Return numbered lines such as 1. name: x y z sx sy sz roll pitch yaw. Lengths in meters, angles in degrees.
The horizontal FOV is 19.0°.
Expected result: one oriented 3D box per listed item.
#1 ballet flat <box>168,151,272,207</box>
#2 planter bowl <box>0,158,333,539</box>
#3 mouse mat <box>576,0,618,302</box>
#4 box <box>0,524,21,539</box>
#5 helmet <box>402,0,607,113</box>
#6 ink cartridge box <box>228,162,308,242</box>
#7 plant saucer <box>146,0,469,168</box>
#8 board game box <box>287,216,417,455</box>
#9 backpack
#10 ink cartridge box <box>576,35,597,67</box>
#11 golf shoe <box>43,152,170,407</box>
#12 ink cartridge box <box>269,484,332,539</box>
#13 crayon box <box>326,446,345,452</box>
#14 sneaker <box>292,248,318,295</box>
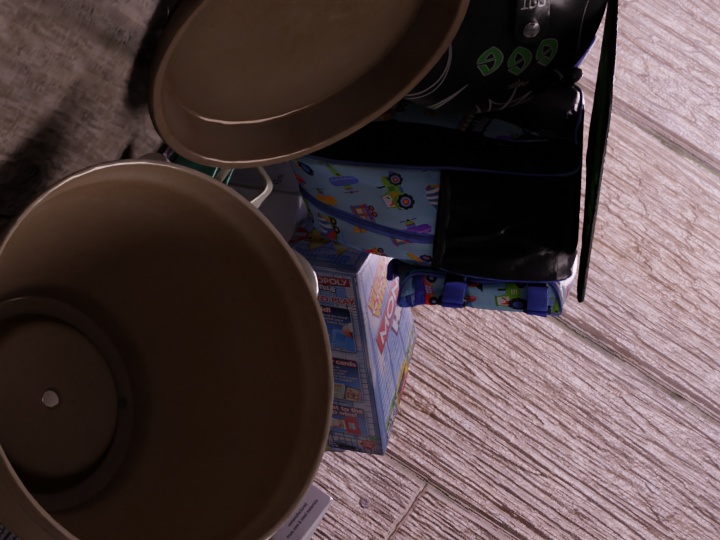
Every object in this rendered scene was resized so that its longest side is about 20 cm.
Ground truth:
1. ballet flat: -0.076 -0.085 1.355 0.201 0.070 0.067 -59 175 7
2. planter bowl: -0.131 0.057 1.076 0.134 0.200 0.201 -18 -149 52
3. mouse mat: 0.150 -0.097 1.347 0.201 0.007 0.162 -80 175 -53
4. box: -0.213 0.253 1.319 0.200 0.198 0.124 -54 174 -40
5. helmet: 0.064 -0.196 1.333 0.201 0.199 0.191 -56 175 -24
6. ink cartridge box: -0.064 0.004 1.600 0.145 0.084 0.201 -51 149 -63
7. plant saucer: -0.030 -0.133 1.188 0.199 0.030 0.201 -23 151 -13
8. board game box: 0.000 0.000 1.553 0.200 0.061 0.201 72 30 -61
9. backpack: 0.047 -0.059 1.421 0.183 0.198 0.136 -77 169 -64
10. ink cartridge box: 0.061 -0.155 1.719 0.200 0.199 0.041 -58 -151 6
11. golf shoe: -0.159 0.018 1.228 0.088 0.077 0.201 92 20 -50
12. ink cartridge box: -0.144 0.188 1.687 0.084 0.199 0.145 -47 169 -53
13. crayon box: -0.085 0.090 1.744 0.126 0.199 0.052 -53 138 -54
14. sneaker: -0.125 0.048 1.343 0.199 0.077 0.111 -26 167 -23
